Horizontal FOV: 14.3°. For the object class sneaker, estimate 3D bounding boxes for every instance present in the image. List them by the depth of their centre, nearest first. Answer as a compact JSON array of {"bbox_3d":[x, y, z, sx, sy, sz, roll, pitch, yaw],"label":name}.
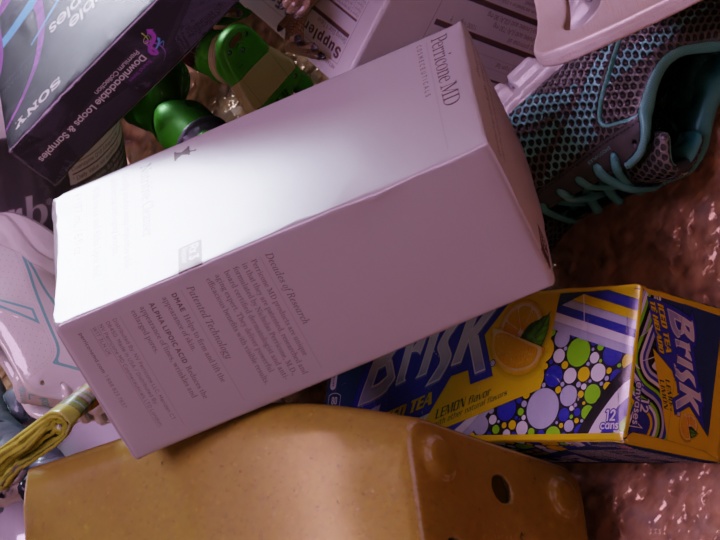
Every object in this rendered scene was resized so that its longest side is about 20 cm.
[{"bbox_3d":[0.107,-0.060,1.272,0.200,0.077,0.091,-57,46,21],"label":"sneaker"},{"bbox_3d":[-0.127,0.051,1.429,0.080,0.200,0.071,-54,-16,-32],"label":"sneaker"}]

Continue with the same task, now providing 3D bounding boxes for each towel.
[{"bbox_3d":[-0.088,0.033,1.337,0.018,0.200,0.086,54,142,-2],"label":"towel"}]

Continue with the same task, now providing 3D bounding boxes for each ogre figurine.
[{"bbox_3d":[-0.088,-0.145,1.506,0.120,0.098,0.201,14,122,51],"label":"ogre figurine"}]

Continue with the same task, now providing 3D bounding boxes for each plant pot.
[{"bbox_3d":[-0.004,0.161,1.244,0.200,0.195,0.195,-27,58,35],"label":"plant pot"}]

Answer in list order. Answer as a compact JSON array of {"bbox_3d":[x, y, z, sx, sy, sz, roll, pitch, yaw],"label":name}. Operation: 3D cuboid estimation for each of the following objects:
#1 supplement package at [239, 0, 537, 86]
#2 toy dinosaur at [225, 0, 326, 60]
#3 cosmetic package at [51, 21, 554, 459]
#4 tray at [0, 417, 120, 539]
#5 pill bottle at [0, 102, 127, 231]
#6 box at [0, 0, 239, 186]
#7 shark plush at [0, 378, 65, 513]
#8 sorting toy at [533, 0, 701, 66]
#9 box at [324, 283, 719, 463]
[{"bbox_3d":[0.048,-0.180,1.351,0.114,0.109,0.201,44,111,47],"label":"supplement package"},{"bbox_3d":[-0.025,-0.154,1.315,0.200,0.058,0.101,7,70,56],"label":"toy dinosaur"},{"bbox_3d":[-0.026,-0.014,1.215,0.199,0.081,0.113,-25,31,8],"label":"cosmetic package"},{"bbox_3d":[-0.131,0.106,1.535,0.200,0.022,0.108,-24,59,44],"label":"tray"},{"bbox_3d":[-0.182,-0.064,1.513,0.116,0.116,0.201,37,143,49],"label":"pill bottle"},{"bbox_3d":[-0.118,-0.149,1.349,0.143,0.036,0.200,-44,35,19],"label":"box"},{"bbox_3d":[-0.200,0.080,1.562,0.083,0.091,0.200,-49,30,-17],"label":"shark plush"},{"bbox_3d":[0.132,-0.172,1.210,0.180,0.107,0.201,-32,51,14],"label":"sorting toy"},{"bbox_3d":[0.071,0.049,1.281,0.200,0.064,0.070,-4,74,49],"label":"box"}]
